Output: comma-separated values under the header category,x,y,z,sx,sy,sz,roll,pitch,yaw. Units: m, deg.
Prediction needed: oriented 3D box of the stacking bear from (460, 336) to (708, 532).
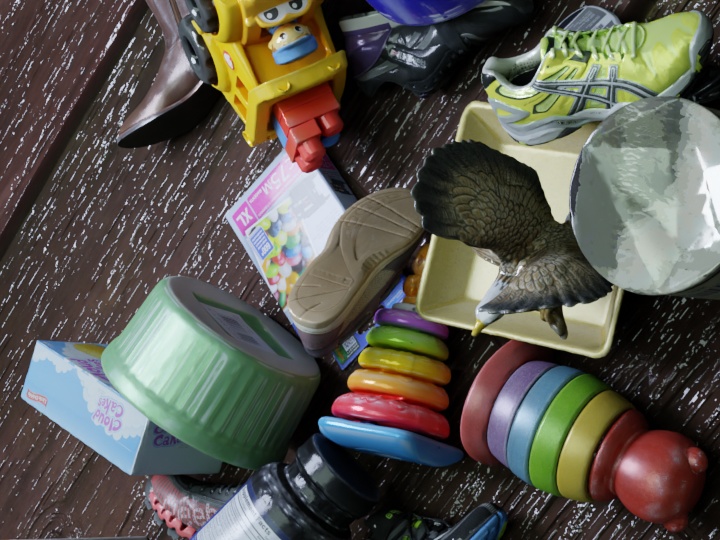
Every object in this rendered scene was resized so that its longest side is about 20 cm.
category,x,y,z,sx,sy,sz,roll,pitch,yaw
stacking bear,0.194,0.144,1.431,0.200,0.114,0.122,24,101,31

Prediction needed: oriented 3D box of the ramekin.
category,x,y,z,sx,sy,sz,roll,pitch,yaw
ramekin,-0.134,0.091,1.624,0.200,0.200,0.098,39,103,32

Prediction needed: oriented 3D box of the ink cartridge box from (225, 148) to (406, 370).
category,x,y,z,sx,sy,sz,roll,pitch,yaw
ink cartridge box,-0.041,-0.017,1.655,0.119,0.042,0.200,-46,64,26

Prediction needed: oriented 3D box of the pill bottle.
category,x,y,z,sx,sy,sz,roll,pitch,yaw
pill bottle,-0.080,0.247,1.561,0.200,0.112,0.112,-45,62,9

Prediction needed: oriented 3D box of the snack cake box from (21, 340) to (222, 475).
category,x,y,z,sx,sy,sz,roll,pitch,yaw
snack cake box,-0.235,0.136,1.728,0.200,0.115,0.067,26,102,42

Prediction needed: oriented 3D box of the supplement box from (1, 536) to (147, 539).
category,x,y,z,sx,sy,sz,roll,pitch,yaw
supplement box,-0.321,0.320,1.742,0.126,0.200,0.074,-24,70,34

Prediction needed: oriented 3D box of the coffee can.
category,x,y,z,sx,sy,sz,roll,pitch,yaw
coffee can,0.272,-0.049,1.321,0.146,0.200,0.147,-3,85,36

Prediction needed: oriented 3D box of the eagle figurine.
category,x,y,z,sx,sy,sz,roll,pitch,yaw
eagle figurine,0.130,-0.011,1.342,0.151,0.200,0.151,4,72,15

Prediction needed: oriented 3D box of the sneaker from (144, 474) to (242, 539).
category,x,y,z,sx,sy,sz,roll,pitch,yaw
sneaker,-0.127,0.236,1.683,0.200,0.071,0.098,30,105,32

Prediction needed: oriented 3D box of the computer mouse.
category,x,y,z,sx,sy,sz,roll,pitch,yaw
computer mouse,0.222,-0.161,1.437,0.110,0.044,0.200,-44,36,9

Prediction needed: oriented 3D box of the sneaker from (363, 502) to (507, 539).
category,x,y,z,sx,sy,sz,roll,pitch,yaw
sneaker,0.044,0.248,1.554,0.199,0.071,0.083,-28,78,35

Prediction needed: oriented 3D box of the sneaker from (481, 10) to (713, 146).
category,x,y,z,sx,sy,sz,roll,pitch,yaw
sneaker,0.185,-0.160,1.372,0.200,0.076,0.075,-22,43,31

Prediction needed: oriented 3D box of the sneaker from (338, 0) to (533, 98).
category,x,y,z,sx,sy,sz,roll,pitch,yaw
sneaker,0.076,-0.205,1.571,0.200,0.076,0.088,-4,102,39

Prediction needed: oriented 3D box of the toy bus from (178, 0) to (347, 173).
category,x,y,z,sx,sy,sz,roll,pitch,yaw
toy bus,-0.072,-0.195,1.587,0.192,0.136,0.200,63,166,16

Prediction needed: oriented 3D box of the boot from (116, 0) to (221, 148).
category,x,y,z,sx,sy,sz,roll,pitch,yaw
boot,-0.208,-0.249,1.776,0.186,0.064,0.200,-32,72,17

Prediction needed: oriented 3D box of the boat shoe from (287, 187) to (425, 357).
category,x,y,z,sx,sy,sz,roll,pitch,yaw
boat shoe,0.000,0.000,1.552,0.072,0.200,0.065,21,138,19

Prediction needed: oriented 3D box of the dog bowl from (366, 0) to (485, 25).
category,x,y,z,sx,sy,sz,roll,pitch,yaw
dog bowl,0.066,-0.318,1.519,0.200,0.079,0.200,-21,50,27

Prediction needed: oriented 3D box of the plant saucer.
category,x,y,z,sx,sy,sz,roll,pitch,yaw
plant saucer,0.160,-0.035,1.488,0.200,0.048,0.200,12,86,37

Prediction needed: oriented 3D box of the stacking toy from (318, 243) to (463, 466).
category,x,y,z,sx,sy,sz,roll,pitch,yaw
stacking toy,0.043,0.070,1.559,0.110,0.116,0.200,7,80,34
